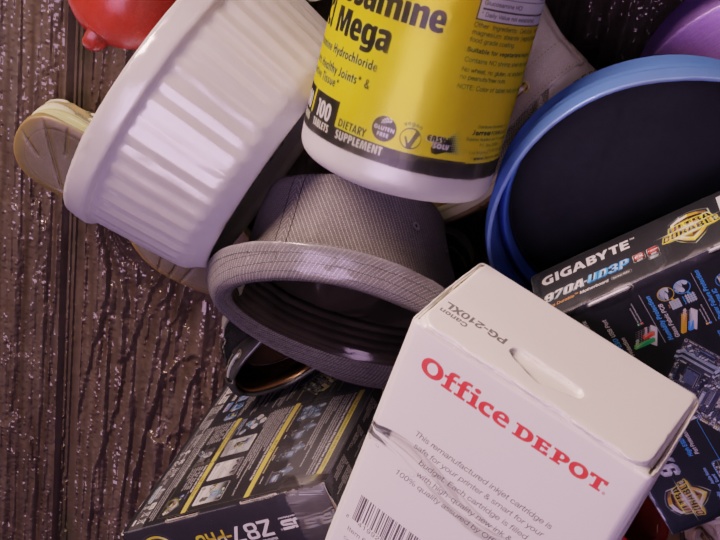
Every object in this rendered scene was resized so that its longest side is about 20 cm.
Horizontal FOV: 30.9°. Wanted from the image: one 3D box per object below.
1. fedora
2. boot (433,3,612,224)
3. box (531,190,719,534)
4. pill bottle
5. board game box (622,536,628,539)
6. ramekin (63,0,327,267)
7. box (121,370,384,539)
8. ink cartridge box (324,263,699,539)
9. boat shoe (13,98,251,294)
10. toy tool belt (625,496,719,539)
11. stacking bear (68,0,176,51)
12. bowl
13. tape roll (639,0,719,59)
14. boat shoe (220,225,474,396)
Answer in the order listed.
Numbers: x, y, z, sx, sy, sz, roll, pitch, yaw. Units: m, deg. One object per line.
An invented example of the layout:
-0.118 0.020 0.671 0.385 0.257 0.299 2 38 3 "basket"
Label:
0.000 0.000 0.817 0.176 0.091 0.200 -7 152 40 "fedora"
0.060 -0.118 0.827 0.200 0.072 0.155 -29 92 51 "boot"
0.214 0.054 0.761 0.158 0.046 0.200 -25 121 18 "box"
0.042 -0.147 0.705 0.112 0.112 0.201 17 109 8 "pill bottle"
0.117 0.173 0.862 0.200 0.046 0.152 45 166 12 "board game box"
-0.088 -0.092 0.810 0.094 0.202 0.203 35 121 0 "ramekin"
-0.056 0.127 0.917 0.161 0.200 0.049 -19 108 24 "box"
0.076 0.120 0.727 0.144 0.084 0.201 33 128 17 "ink cartridge box"
-0.152 -0.055 0.942 0.200 0.063 0.073 30 117 -7 "boat shoe"
0.270 0.160 0.876 0.199 0.125 0.123 -32 135 12 "toy tool belt"
-0.133 -0.228 0.815 0.113 0.122 0.200 33 131 7 "stacking bear"
0.170 -0.034 0.751 0.199 0.039 0.201 -1 128 -1 "bowl"
0.259 -0.081 0.792 0.199 0.066 0.201 7 118 14 "tape roll"
-0.009 0.032 0.922 0.199 0.068 0.072 -24 121 15 "boat shoe"
